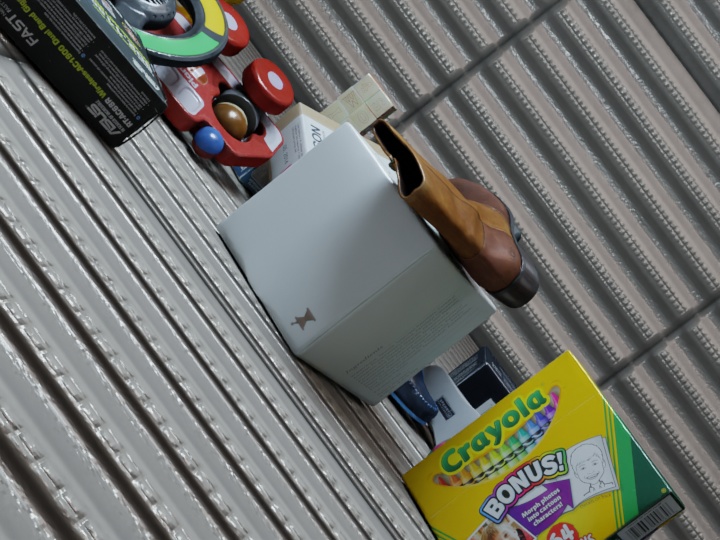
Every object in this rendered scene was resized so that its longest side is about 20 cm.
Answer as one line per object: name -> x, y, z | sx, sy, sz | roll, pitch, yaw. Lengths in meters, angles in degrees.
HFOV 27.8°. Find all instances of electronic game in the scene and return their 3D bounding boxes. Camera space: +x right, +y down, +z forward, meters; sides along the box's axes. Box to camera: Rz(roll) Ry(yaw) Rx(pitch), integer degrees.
electronic game -> -0.227, -0.282, 1.499 | 0.199, 0.042, 0.201 | 24, 37, -20

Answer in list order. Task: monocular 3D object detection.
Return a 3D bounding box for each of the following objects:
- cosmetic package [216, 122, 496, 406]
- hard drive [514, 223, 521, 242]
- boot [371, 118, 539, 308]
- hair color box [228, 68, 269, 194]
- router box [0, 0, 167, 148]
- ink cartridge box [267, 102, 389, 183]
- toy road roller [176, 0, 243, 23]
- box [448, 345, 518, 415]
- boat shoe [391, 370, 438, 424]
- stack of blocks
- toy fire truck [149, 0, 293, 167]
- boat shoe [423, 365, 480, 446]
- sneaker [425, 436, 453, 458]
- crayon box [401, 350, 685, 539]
cosmetic package -> 0.000, 0.000, 1.407 | 0.168, 0.166, 0.200 | 56, 7, 28
hard drive -> 0.077, 0.015, 1.620 | 0.199, 0.140, 0.033 | -21, 67, -44
boot -> 0.067, -0.069, 1.345 | 0.200, 0.068, 0.189 | 40, 22, -38
hair color box -> -0.135, -0.160, 1.830 | 0.100, 0.060, 0.200 | 47, 9, -44
router box -> -0.250, -0.214, 1.187 | 0.200, 0.062, 0.150 | 49, 8, -36
ink cartridge box -> -0.021, -0.076, 1.680 | 0.164, 0.075, 0.201 | 26, 39, -34
toy road roller -> -0.223, -0.337, 1.747 | 0.123, 0.146, 0.200 | 54, 5, 12
box -> 0.170, 0.197, 1.929 | 0.148, 0.104, 0.200 | 53, 5, 1
boat shoe -> 0.035, 0.084, 1.685 | 0.200, 0.069, 0.084 | 55, 6, 17
stack of blocks -> -0.044, -0.192, 2.061 | 0.059, 0.200, 0.115 | 52, 6, 0
toy fire truck -> -0.172, -0.192, 1.594 | 0.200, 0.112, 0.168 | 51, 30, -11
boat shoe -> 0.114, 0.195, 1.683 | 0.066, 0.072, 0.200 | 54, 0, -41
sneaker -> 0.129, 0.232, 1.507 | 0.200, 0.083, 0.121 | 46, 18, -43
crayon box -> 0.162, 0.201, 1.323 | 0.173, 0.200, 0.058 | 57, 7, 36
